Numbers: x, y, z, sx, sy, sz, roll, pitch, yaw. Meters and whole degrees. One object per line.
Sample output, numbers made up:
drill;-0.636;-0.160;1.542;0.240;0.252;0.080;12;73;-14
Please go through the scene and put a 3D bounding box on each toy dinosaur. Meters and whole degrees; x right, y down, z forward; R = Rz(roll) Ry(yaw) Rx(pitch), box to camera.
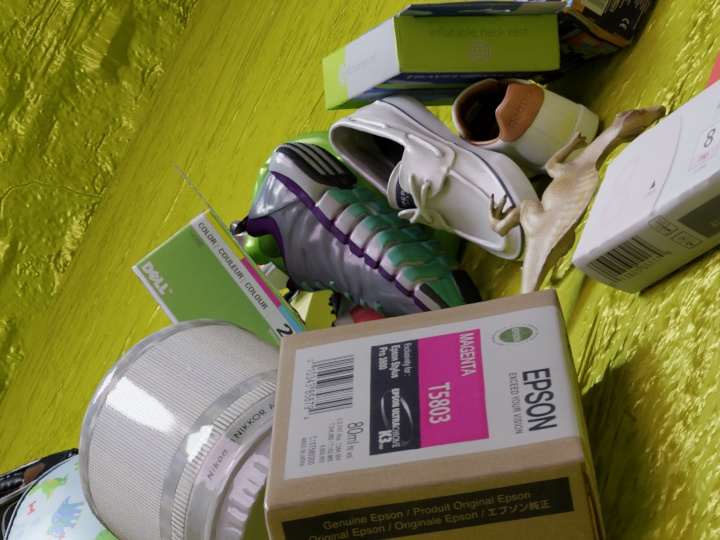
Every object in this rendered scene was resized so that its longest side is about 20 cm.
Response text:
toy dinosaur;0.117;-0.026;1.401;0.200;0.058;0.101;-63;14;-12

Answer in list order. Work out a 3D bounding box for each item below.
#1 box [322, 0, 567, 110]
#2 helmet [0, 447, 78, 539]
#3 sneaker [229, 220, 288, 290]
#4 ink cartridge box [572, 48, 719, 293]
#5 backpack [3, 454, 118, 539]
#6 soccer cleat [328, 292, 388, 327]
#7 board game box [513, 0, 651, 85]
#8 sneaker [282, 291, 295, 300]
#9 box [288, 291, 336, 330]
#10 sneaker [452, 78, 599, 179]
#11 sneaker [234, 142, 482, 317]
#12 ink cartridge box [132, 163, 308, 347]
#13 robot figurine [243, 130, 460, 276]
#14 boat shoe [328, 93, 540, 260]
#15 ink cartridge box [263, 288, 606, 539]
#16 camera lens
box;0.059;-0.152;1.604;0.200;0.122;0.048;166;100;-72
helmet;-0.270;0.270;1.921;0.200;0.191;0.200;-25;6;3
sneaker;-0.024;-0.070;1.847;0.200;0.082;0.077;-36;-20;-8
ink cartridge box;0.203;-0.098;1.261;0.163;0.057;0.200;-38;30;59
backpack;-0.178;0.218;1.619;0.200;0.147;0.183;-18;31;22
soccer cleat;0.020;0.038;1.647;0.073;0.068;0.200;-26;5;3
board game box;0.184;-0.244;1.638;0.200;0.057;0.165;-63;11;-13
sneaker;-0.087;0.089;1.928;0.104;0.060;0.200;-43;16;49
box;-0.046;0.085;1.791;0.075;0.050;0.200;-50;16;37
sneaker;0.098;-0.105;1.592;0.073;0.085;0.200;-64;12;-11
sneaker;0.000;0.000;1.558;0.074;0.200;0.088;-4;-48;-55
ink cartridge box;-0.096;0.027;1.603;0.076;0.148;0.200;-38;-20;-3
robot figurine;-0.007;-0.049;1.698;0.200;0.175;0.116;-10;-82;-66
boat shoe;0.049;-0.056;1.532;0.200;0.065;0.074;36;137;49
ink cartridge box;0.038;0.094;1.191;0.200;0.165;0.075;-90;-12;-66
camera lens;-0.070;0.129;1.410;0.200;0.160;0.160;26;85;50
